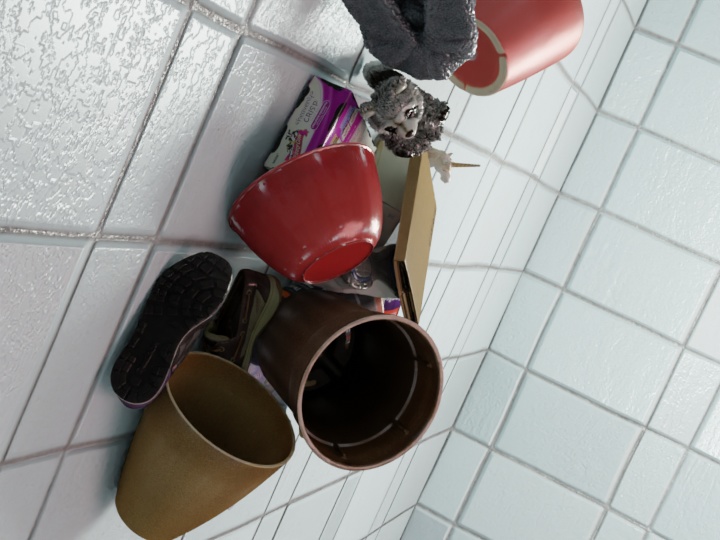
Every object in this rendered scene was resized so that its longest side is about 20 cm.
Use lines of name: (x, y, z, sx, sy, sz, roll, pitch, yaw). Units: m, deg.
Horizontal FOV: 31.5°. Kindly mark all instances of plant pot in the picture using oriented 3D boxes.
plant pot: (0.217, -0.373, 1.976, 0.177, 0.200, 0.201, -40, 153, -33)
plant pot: (-0.210, 0.234, 1.568, 0.200, 0.186, 0.186, -51, 170, 23)
plant pot: (-0.028, 0.121, 1.622, 0.199, 0.198, 0.201, -9, 111, -25)

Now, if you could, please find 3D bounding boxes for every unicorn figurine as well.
unicorn figurine: (0.083, -0.152, 1.942, 0.074, 0.200, 0.138, -6, 129, -30)

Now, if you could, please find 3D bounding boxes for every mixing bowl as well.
mixing bowl: (-0.048, -0.055, 1.550, 0.200, 0.109, 0.200, -25, 162, -9)

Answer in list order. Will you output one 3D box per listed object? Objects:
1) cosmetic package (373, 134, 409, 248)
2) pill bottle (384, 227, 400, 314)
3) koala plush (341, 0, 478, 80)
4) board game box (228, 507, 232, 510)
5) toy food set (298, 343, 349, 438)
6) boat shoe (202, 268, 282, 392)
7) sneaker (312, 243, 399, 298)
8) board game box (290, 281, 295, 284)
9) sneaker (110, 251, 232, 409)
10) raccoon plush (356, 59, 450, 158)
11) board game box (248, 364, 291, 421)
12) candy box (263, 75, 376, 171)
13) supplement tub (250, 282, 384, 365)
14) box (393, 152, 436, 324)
cosmetic package: (0.027, -0.114, 1.810, 0.105, 0.071, 0.200, -57, -172, 34)
pill bottle: (0.017, 0.027, 2.051, 0.111, 0.111, 0.201, -36, 147, -59)
koala plush: (0.086, -0.358, 1.574, 0.184, 0.177, 0.201, 68, 30, -44)
board game box: (-0.184, 0.241, 1.753, 0.135, 0.045, 0.200, -50, 152, -9)
toy food set: (-0.028, 0.153, 1.885, 0.198, 0.049, 0.201, -26, -144, 57)
boat shoe: (-0.176, 0.088, 1.641, 0.072, 0.072, 0.200, 21, 103, -44)
sneaker: (0.000, 0.000, 1.715, 0.200, 0.087, 0.075, 14, 72, -57)
board game box: (-0.063, 0.032, 1.923, 0.151, 0.046, 0.201, -32, 145, -62)
sneaker: (-0.220, 0.068, 1.467, 0.200, 0.076, 0.088, -56, 177, -17)
raccoon plush: (0.022, -0.225, 1.646, 0.097, 0.200, 0.134, -53, 141, 3)
board game box: (-0.159, 0.202, 1.831, 0.200, 0.026, 0.201, -27, 142, -43)
candy box: (-0.049, -0.149, 1.663, 0.137, 0.061, 0.200, -62, 163, -10)
supplement tub: (-0.072, 0.066, 1.768, 0.199, 0.107, 0.107, -21, 140, -34)
box: (0.075, -0.052, 1.730, 0.164, 0.021, 0.201, 75, 22, -56)
